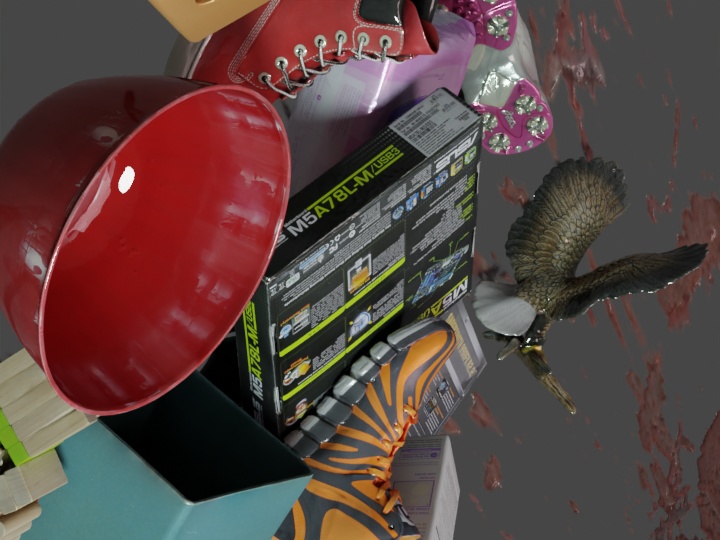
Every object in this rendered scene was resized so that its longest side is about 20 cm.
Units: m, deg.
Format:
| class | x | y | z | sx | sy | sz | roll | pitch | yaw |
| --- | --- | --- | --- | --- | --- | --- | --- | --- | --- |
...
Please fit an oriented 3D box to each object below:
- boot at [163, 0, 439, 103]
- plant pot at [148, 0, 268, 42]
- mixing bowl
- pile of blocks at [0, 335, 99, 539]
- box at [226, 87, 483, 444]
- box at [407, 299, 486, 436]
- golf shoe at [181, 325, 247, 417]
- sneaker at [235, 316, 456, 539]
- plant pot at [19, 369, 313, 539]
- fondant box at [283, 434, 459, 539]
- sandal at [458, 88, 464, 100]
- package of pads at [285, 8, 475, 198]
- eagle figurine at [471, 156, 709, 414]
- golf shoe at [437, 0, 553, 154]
| class | x | y | z | sx | sy | sz | roll | pitch | yaw |
| --- | --- | --- | --- | --- | --- | --- | --- | --- | --- |
| boot | -0.033 | -0.124 | 0.988 | 0.072 | 0.144 | 0.201 | 7 | 111 | -63 |
| plant pot | -0.079 | -0.209 | 0.796 | 0.140 | 0.200 | 0.200 | -43 | 152 | 1 |
| mixing bowl | -0.143 | -0.033 | 0.923 | 0.200 | 0.108 | 0.201 | -42 | 148 | -33 |
| pile of blocks | -0.219 | 0.124 | 0.992 | 0.201 | 0.082 | 0.062 | -57 | 170 | 15 |
| box | 0.000 | 0.000 | 1.110 | 0.200 | 0.047 | 0.194 | -38 | 153 | -24 |
| box | 0.032 | 0.090 | 1.411 | 0.159 | 0.048 | 0.200 | -54 | 153 | -15 |
| golf shoe | -0.059 | 0.073 | 1.207 | 0.200 | 0.077 | 0.095 | -40 | 147 | -37 |
| sneaker | 0.017 | 0.131 | 1.131 | 0.200 | 0.112 | 0.078 | -45 | 159 | -6 |
| plant pot | -0.159 | 0.181 | 1.075 | 0.141 | 0.141 | 0.201 | -2 | 124 | -59 |
| fondant box | -0.011 | 0.204 | 1.187 | 0.200 | 0.143 | 0.059 | -73 | 154 | -58 |
| sandal | 0.045 | -0.054 | 1.299 | 0.201 | 0.045 | 0.075 | -56 | 152 | -9 |
| package of pads | 0.002 | -0.092 | 1.155 | 0.120 | 0.075 | 0.201 | -9 | 124 | -54 |
| eagle figurine | 0.202 | 0.003 | 1.529 | 0.200 | 0.151 | 0.151 | -50 | -167 | 15 |
| golf shoe | 0.091 | -0.183 | 1.245 | 0.092 | 0.075 | 0.201 | -90 | 163 | -47 |
